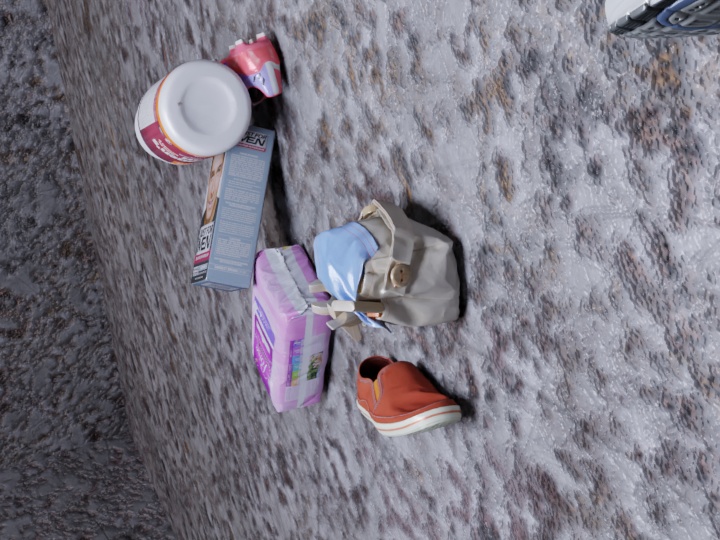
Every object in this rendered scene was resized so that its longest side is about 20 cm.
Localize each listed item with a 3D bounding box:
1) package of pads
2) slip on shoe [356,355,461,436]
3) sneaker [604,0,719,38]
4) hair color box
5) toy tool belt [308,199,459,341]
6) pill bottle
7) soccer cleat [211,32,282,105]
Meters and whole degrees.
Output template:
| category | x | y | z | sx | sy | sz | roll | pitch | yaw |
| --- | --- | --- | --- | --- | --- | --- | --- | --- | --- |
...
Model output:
| category | x | y | z | sx | sy | sz | roll | pitch | yaw |
| --- | --- | --- | --- | --- | --- | --- | --- | --- | --- |
| package of pads | -0.091 | 0.075 | 1.312 | 0.201 | 0.075 | 0.121 | 99 | 152 | -47 |
| slip on shoe | 0.040 | 0.124 | 1.020 | 0.200 | 0.073 | 0.062 | -168 | 67 | -72 |
| sneaker | 0.179 | -0.175 | 0.472 | 0.200 | 0.074 | 0.088 | 138 | 127 | -60 |
| hair color box | -0.163 | -0.078 | 1.301 | 0.099 | 0.060 | 0.202 | 169 | 111 | -69 |
| toy tool belt | 0.000 | 0.000 | 0.956 | 0.200 | 0.122 | 0.126 | -156 | 53 | -64 |
| pill bottle | -0.210 | -0.186 | 1.240 | 0.200 | 0.109 | 0.111 | 1 | 106 | 67 |
| soccer cleat | -0.147 | -0.232 | 1.258 | 0.200 | 0.066 | 0.077 | -9 | 101 | 67 |
